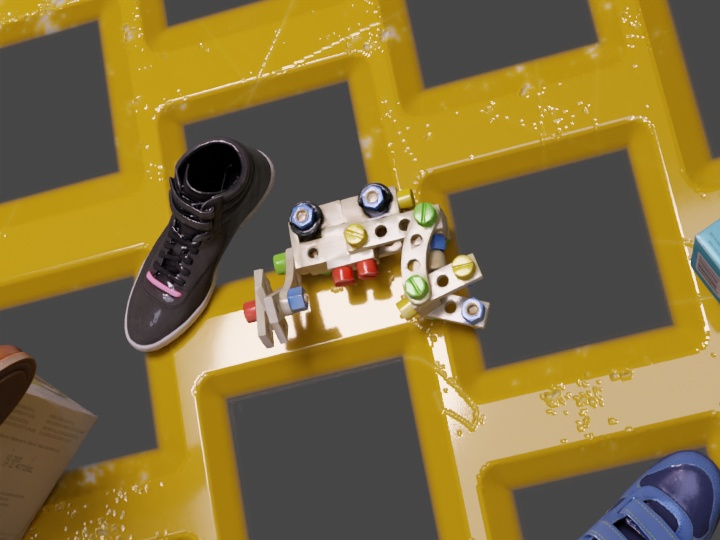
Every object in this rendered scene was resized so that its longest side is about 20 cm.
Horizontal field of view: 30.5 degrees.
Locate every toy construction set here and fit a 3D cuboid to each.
[{"bbox_3d":[0.000,0.000,1.073,0.197,0.092,0.133,-10,73,-3],"label":"toy construction set"}]

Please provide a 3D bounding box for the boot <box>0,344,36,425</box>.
[{"bbox_3d":[-0.337,0.068,0.919,0.198,0.074,0.156,-33,68,-3],"label":"boot"}]

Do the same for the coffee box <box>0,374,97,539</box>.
[{"bbox_3d":[-0.370,0.137,1.047,0.196,0.200,0.202,31,83,17],"label":"coffee box"}]

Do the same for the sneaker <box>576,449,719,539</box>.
[{"bbox_3d":[0.195,0.213,0.974,0.200,0.082,0.074,-45,70,-5],"label":"sneaker"}]

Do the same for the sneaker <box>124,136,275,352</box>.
[{"bbox_3d":[-0.148,-0.029,1.100,0.070,0.099,0.202,31,84,16],"label":"sneaker"}]

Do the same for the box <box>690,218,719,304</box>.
[{"bbox_3d":[0.349,-0.054,1.014,0.199,0.082,0.049,-35,70,0],"label":"box"}]
